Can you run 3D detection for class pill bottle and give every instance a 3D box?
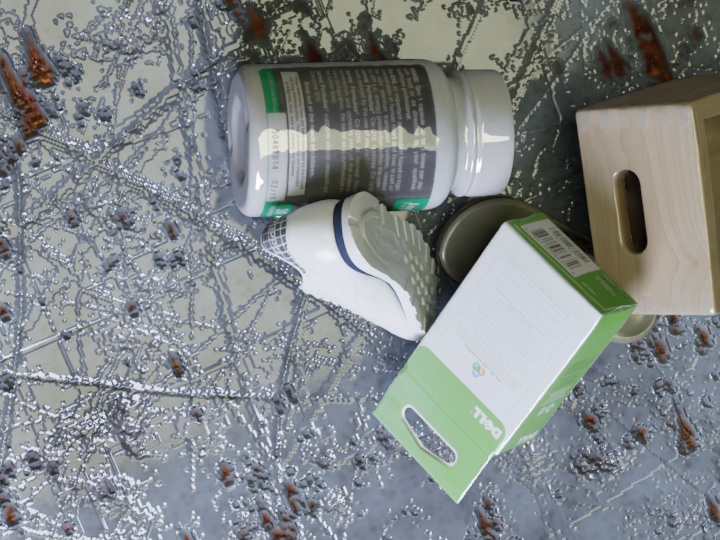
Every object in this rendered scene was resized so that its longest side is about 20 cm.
[{"bbox_3d":[0.007,-0.100,1.450,0.199,0.113,0.114,-3,99,-12],"label":"pill bottle"}]

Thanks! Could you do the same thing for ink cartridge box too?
[{"bbox_3d":[0.105,0.066,1.464,0.104,0.059,0.200,45,120,20],"label":"ink cartridge box"}]

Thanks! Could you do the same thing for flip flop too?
[{"bbox_3d":[0.152,0.004,1.529,0.199,0.058,0.081,26,94,-17],"label":"flip flop"}]

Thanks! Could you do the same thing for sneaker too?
[{"bbox_3d":[0.000,0.000,1.458,0.080,0.200,0.077,-13,61,20],"label":"sneaker"}]

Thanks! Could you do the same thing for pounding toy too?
[{"bbox_3d":[0.234,-0.036,1.490,0.184,0.142,0.201,-20,105,-49],"label":"pounding toy"}]
